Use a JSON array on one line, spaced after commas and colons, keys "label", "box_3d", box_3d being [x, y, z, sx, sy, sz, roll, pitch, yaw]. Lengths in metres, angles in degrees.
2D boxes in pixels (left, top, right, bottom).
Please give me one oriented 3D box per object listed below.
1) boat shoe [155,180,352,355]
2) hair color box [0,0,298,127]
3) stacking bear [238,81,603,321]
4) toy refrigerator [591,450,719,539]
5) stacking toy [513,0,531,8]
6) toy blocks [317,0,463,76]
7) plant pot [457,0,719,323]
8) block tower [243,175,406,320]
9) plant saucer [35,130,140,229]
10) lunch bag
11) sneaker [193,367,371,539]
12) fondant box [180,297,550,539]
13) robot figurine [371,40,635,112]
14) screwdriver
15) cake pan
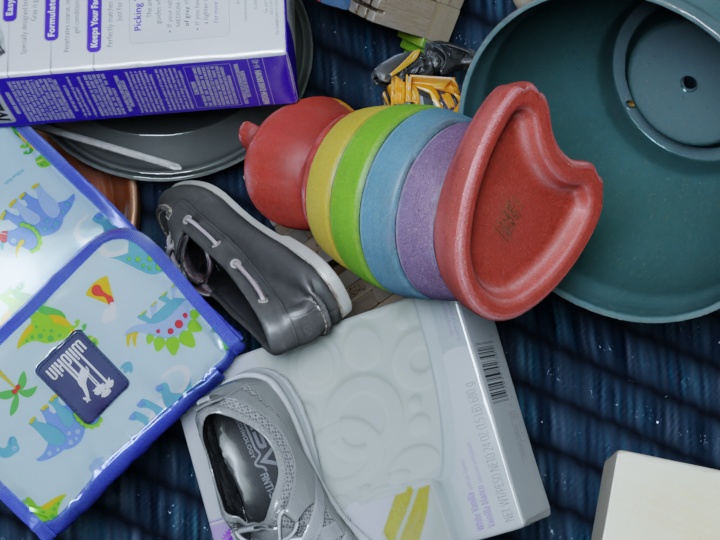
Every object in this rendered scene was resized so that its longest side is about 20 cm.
[{"label": "boat shoe", "box_3d": [-0.084, -0.004, 0.950, 0.057, 0.067, 0.199, -37, 36, -21]}, {"label": "hair color box", "box_3d": [-0.138, -0.150, 0.903, 0.198, 0.065, 0.110, -3, 68, 2]}, {"label": "stacking bear", "box_3d": [0.015, -0.048, 0.878, 0.199, 0.121, 0.114, 17, 71, 41]}, {"label": "toy refrigerator", "box_3d": [0.244, 0.166, 0.942, 0.198, 0.076, 0.071, 12, 78, 5]}, {"label": "stacking toy", "box_3d": [0.109, -0.274, 1.051, 0.085, 0.085, 0.201, -21, 70, -2]}, {"label": "toy blocks", "box_3d": [0.023, -0.234, 0.983, 0.100, 0.136, 0.201, 33, 108, 41]}, {"label": "plant pot", "box_3d": [0.175, -0.090, 0.901, 0.200, 0.201, 0.134, 38, 44, 10]}, {"label": "block tower", "box_3d": [0.000, 0.000, 0.993, 0.054, 0.058, 0.201, -36, 76, 20]}, {"label": "plant saucer", "box_3d": [-0.244, -0.037, 1.032, 0.198, 0.032, 0.202, -1, 77, 3]}, {"label": "lunch bag", "box_3d": [-0.193, 0.036, 0.931, 0.170, 0.128, 0.200, -44, 79, -8]}, {"label": "sneaker", "box_3d": [-0.045, 0.154, 0.876, 0.074, 0.082, 0.201, -33, 79, 20]}, {"label": "fondant box", "box_3d": [-0.002, 0.106, 0.934, 0.199, 0.058, 0.145, -20, 82, 23]}, {"label": "robot figurine", "box_3d": [0.095, -0.077, 0.993, 0.198, 0.058, 0.146, 4, 77, -14]}, {"label": "screwdriver", "box_3d": [-0.197, -0.092, 0.982, 0.199, 0.029, 0.028, 15, 62, 28]}, {"label": "cake pan", "box_3d": [-0.130, -0.156, 1.028, 0.198, 0.037, 0.202, 1, 66, -2]}]
